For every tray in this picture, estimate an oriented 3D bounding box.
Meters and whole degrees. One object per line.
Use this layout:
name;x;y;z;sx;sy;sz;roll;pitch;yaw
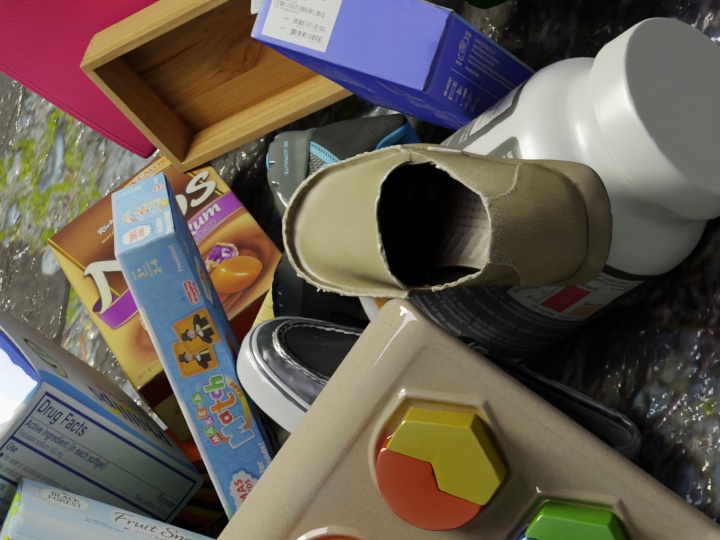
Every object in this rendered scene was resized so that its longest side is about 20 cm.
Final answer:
tray;-0.061;-0.135;1.404;0.200;0.099;0.037;-22;35;34

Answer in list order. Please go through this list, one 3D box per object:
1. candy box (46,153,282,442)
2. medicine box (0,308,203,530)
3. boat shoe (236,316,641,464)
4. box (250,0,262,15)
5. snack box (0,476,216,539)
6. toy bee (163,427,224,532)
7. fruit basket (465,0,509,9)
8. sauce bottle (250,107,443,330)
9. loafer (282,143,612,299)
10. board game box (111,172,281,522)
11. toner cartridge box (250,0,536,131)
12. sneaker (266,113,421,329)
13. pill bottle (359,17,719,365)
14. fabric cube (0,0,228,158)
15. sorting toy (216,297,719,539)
candy box;-0.108;0.007;1.438;0.117;0.056;0.200;-37;34;-3
medicine box;-0.218;0.135;1.304;0.200;0.182;0.103;-49;58;0
boat shoe;0.037;0.059;1.107;0.072;0.200;0.068;-52;-19;-44
box;0.012;-0.208;1.206;0.200;0.039;0.137;-1;90;54
snack box;-0.138;0.229;1.257;0.068;0.168;0.200;-93;25;-63
toy bee;-0.154;0.156;1.442;0.200;0.109;0.131;-8;55;28
fruit basket;0.084;-0.264;1.245;0.216;0.155;0.216;-31;50;45
sauce bottle;-0.006;-0.012;1.324;0.066;0.066;0.200;24;89;58
loafer;0.025;-0.025;1.074;0.200;0.067;0.076;-4;85;49
board game box;-0.075;0.059;1.210;0.037;0.200;0.151;-21;14;-1
toner cartridge box;0.026;-0.106;1.190;0.095;0.200;0.043;21;91;18
sneaker;0.000;0.000;1.228;0.082;0.073;0.200;-17;58;14
pill bottle;0.095;-0.032;1.135;0.200;0.116;0.117;-35;45;43
fabric cube;-0.139;-0.231;1.500;0.199;0.196;0.200;-34;33;43
sorting toy;0.043;0.139;1.073;0.185;0.200;0.036;-55;-6;22
